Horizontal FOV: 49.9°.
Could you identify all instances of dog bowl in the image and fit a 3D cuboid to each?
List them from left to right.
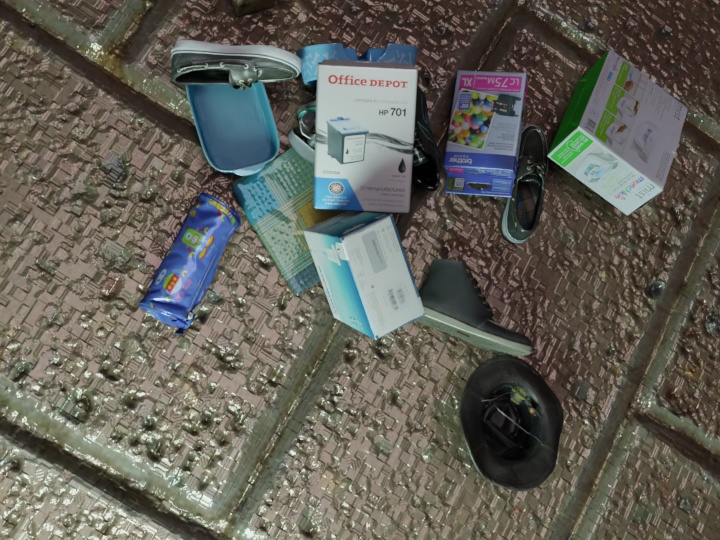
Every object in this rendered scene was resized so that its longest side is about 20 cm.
[{"bbox_3d":[-0.004,-0.322,1.225,0.195,0.111,0.051,-4,95,-13],"label":"dog bowl"}]

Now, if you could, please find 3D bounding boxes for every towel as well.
[{"bbox_3d":[-0.094,-0.083,1.210,0.145,0.022,0.203,-31,90,-15],"label":"towel"}]

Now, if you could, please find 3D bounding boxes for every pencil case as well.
[{"bbox_3d":[-0.244,-0.011,1.133,0.085,0.078,0.203,20,76,22],"label":"pencil case"}]

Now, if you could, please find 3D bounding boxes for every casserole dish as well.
[{"bbox_3d":[-0.197,-0.234,1.192,0.118,0.039,0.204,-15,79,-14],"label":"casserole dish"}]

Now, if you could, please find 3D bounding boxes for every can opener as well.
[{"bbox_3d":[-0.022,-0.176,1.218,0.198,0.067,0.054,31,45,-22],"label":"can opener"}]

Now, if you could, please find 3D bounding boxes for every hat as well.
[{"bbox_3d":[0.217,0.240,1.198,0.196,0.081,0.205,10,65,-21],"label":"hat"}]

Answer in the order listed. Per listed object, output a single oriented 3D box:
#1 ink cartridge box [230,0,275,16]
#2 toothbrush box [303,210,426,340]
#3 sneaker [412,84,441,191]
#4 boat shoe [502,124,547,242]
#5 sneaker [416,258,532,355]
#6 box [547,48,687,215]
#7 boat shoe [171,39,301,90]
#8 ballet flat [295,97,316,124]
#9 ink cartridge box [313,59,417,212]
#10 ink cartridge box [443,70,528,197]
[{"bbox_3d":[-0.177,-0.510,1.164,0.074,0.200,0.168,-22,86,-15],"label":"ink cartridge box"},{"bbox_3d":[0.000,0.000,1.110,0.084,0.199,0.149,-23,101,-16],"label":"toothbrush box"},{"bbox_3d":[0.082,-0.212,1.191,0.074,0.080,0.202,-23,124,12],"label":"sneaker"},{"bbox_3d":[0.279,-0.147,1.276,0.067,0.057,0.205,12,79,-10],"label":"boat shoe"},{"bbox_3d":[0.185,0.055,1.208,0.196,0.075,0.108,22,75,6],"label":"sneaker"},{"bbox_3d":[0.431,-0.231,1.286,0.175,0.097,0.202,33,59,-7],"label":"box"},{"bbox_3d":[-0.187,-0.300,1.161,0.195,0.069,0.058,5,77,-3],"label":"boat shoe"},{"bbox_3d":[-0.007,-0.261,1.239,0.195,0.073,0.075,-2,81,-7],"label":"ballet flat"},{"bbox_3d":[0.005,-0.194,1.121,0.142,0.086,0.205,2,108,-1],"label":"ink cartridge box"},{"bbox_3d":[0.203,-0.225,1.265,0.116,0.042,0.205,6,81,18],"label":"ink cartridge box"}]
